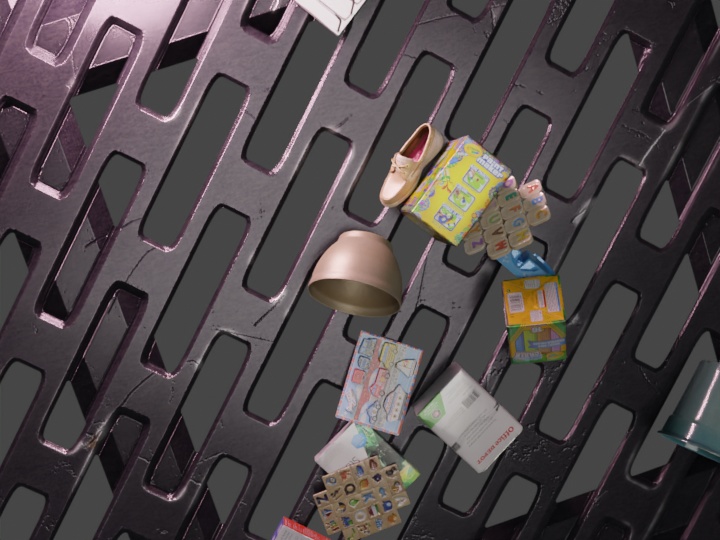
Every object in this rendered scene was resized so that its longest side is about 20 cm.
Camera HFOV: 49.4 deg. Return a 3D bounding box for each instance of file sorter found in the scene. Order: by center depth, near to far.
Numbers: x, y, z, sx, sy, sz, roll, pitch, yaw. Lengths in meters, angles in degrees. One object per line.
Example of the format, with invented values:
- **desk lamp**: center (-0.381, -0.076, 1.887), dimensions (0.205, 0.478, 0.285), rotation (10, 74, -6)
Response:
- **file sorter**: center (-0.037, -0.619, 1.619), dimensions (0.139, 0.125, 0.200), rotation (37, 92, -7)

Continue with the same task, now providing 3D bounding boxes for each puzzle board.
- **puzzle board**: center (0.044, 0.251, 1.745), dimensions (0.150, 0.017, 0.200), rotation (18, 84, -6)

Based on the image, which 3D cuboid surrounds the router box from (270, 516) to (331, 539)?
- **router box**: center (-0.143, 0.689, 1.772), dimensions (0.179, 0.049, 0.200), rotation (28, 93, -7)

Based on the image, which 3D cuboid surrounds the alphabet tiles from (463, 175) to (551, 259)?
- **alphabet tiles**: center (0.301, -0.115, 1.664), dimensions (0.195, 0.200, 0.015), rotation (-24, 134, 21)

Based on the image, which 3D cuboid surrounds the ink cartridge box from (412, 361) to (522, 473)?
- **ink cartridge box**: center (0.238, 0.328, 1.751), dimensions (0.200, 0.084, 0.146), rotation (44, 91, -8)

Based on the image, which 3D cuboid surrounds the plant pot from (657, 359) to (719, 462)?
- **plant pot**: center (0.800, 0.317, 1.753), dimensions (0.200, 0.200, 0.196), rotation (26, 86, -7)

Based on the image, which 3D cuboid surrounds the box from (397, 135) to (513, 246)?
- **box**: center (0.192, -0.166, 1.642), dimensions (0.122, 0.200, 0.193), rotation (36, 92, -7)

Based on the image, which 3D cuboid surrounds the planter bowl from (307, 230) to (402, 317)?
- **planter bowl**: center (0.000, 0.000, 1.661), dimensions (0.200, 0.200, 0.135), rotation (16, 67, -6)

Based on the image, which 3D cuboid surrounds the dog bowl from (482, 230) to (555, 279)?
- **dog bowl**: center (0.345, -0.028, 1.718), dimensions (0.200, 0.112, 0.050), rotation (40, 110, -8)

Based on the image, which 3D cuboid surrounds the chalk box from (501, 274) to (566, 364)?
- **chalk box**: center (0.378, 0.120, 1.694), dimensions (0.124, 0.200, 0.125), rotation (-7, 52, 11)

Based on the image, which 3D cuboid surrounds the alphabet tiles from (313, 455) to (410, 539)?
- **alphabet tiles**: center (0.004, 0.513, 1.755), dimensions (0.200, 0.006, 0.167), rotation (-21, 97, -2)

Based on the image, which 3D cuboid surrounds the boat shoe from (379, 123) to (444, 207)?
- **boat shoe**: center (0.099, -0.230, 1.683), dimensions (0.074, 0.069, 0.200), rotation (30, 84, 35)

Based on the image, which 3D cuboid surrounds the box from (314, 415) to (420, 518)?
- **box**: center (0.016, 0.441, 1.769), dimensions (0.200, 0.036, 0.144), rotation (44, 91, -8)
